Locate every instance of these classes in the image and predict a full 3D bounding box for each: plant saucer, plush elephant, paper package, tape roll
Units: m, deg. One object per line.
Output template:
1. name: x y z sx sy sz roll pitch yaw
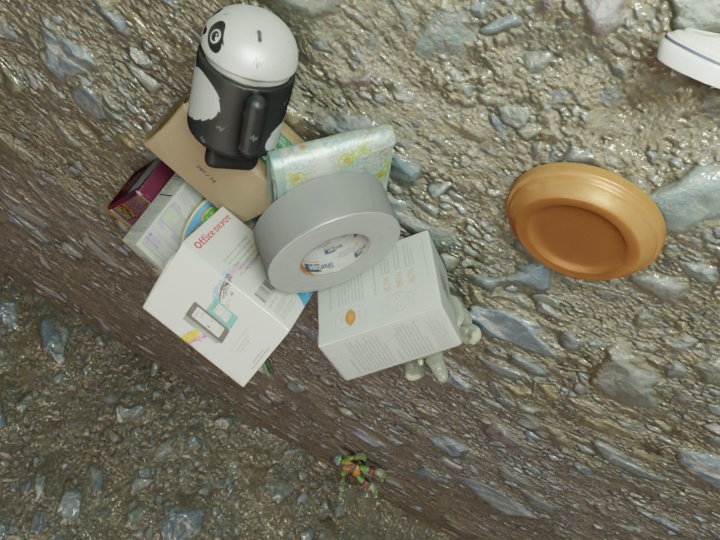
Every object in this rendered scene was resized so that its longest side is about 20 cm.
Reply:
1. plant saucer: 0.273 -0.050 0.831 0.197 0.038 0.201 24 154 12
2. plush elephant: 0.112 0.114 1.129 0.162 0.156 0.202 -27 113 12
3. paper package: -0.199 -0.184 1.008 0.200 0.105 0.189 42 152 -22
4. tape roll: -0.045 -0.048 0.923 0.201 0.196 0.067 102 147 -63

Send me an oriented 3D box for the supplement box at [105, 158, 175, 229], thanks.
1. supplement box: -0.389 -0.131 1.296 0.131 0.104 0.198 43 152 -26

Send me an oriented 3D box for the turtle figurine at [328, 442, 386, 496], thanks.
1. turtle figurine: -0.012 0.730 2.381 0.191 0.146 0.201 25 158 0

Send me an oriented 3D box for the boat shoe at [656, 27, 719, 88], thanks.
1. boat shoe: 0.342 -0.173 0.524 0.197 0.071 0.071 23 127 22

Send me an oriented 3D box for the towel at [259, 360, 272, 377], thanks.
1. towel: -0.367 0.258 2.051 0.196 0.024 0.154 23 152 16

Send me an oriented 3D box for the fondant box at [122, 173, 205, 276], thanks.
1. fondant box: -0.298 -0.081 1.177 0.057 0.202 0.145 11 150 44

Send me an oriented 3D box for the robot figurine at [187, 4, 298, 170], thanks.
1. robot figurine: -0.149 -0.221 0.822 0.149 0.125 0.202 36 132 12

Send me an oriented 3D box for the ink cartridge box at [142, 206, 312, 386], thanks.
1. ink cartridge box: -0.199 0.038 1.035 0.199 0.147 0.146 39 120 -5

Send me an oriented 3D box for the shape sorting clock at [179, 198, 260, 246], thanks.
1. shape sorting clock: -0.222 -0.044 1.172 0.039 0.200 0.201 32 165 50

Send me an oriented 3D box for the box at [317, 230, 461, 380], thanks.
1. box: 0.040 0.056 1.037 0.196 0.155 0.107 -19 136 15

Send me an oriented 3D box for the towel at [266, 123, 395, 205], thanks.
1. towel: -0.043 -0.117 0.920 0.201 0.168 0.049 99 149 -64
